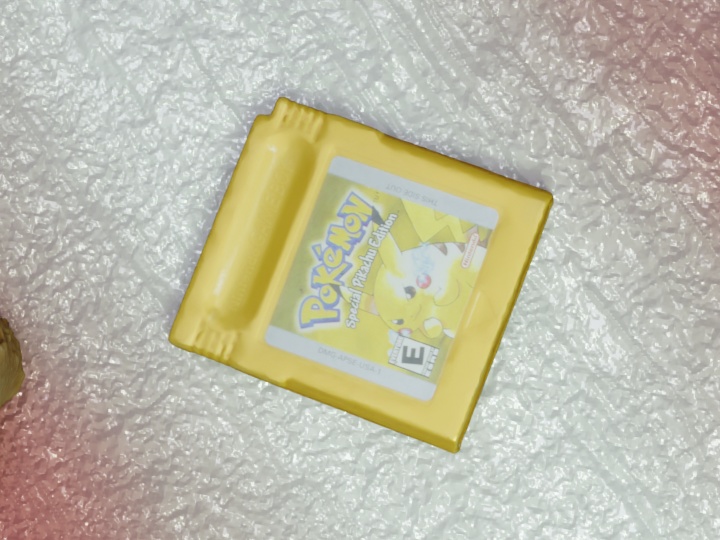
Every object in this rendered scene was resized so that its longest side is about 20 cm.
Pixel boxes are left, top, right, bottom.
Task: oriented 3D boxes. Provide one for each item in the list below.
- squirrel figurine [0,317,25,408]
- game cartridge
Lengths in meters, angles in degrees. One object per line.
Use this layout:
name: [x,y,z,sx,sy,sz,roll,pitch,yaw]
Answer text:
squirrel figurine: [-0.323,0.077,1.457,0.187,0.142,0.200,14,65,22]
game cartridge: [0.000,0.000,1.460,0.200,0.032,0.176,20,85,9]
